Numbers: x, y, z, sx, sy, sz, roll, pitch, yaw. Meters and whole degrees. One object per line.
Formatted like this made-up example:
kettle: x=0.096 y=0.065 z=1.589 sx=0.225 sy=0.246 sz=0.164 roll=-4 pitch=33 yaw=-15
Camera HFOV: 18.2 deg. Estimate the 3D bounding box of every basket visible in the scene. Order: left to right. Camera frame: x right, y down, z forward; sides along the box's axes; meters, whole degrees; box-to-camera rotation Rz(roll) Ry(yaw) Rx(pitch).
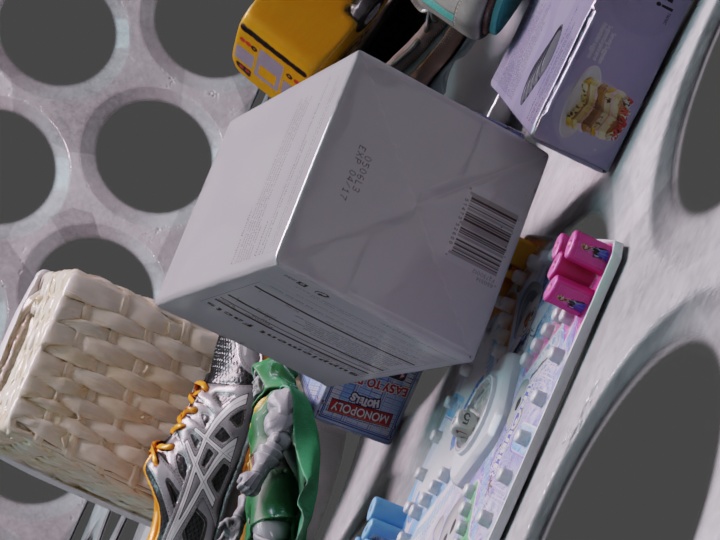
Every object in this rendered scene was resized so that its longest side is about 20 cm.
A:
basket: x=-0.150 y=0.093 z=1.541 sx=0.136 sy=0.199 sz=0.123 roll=-68 pitch=15 yaw=-14

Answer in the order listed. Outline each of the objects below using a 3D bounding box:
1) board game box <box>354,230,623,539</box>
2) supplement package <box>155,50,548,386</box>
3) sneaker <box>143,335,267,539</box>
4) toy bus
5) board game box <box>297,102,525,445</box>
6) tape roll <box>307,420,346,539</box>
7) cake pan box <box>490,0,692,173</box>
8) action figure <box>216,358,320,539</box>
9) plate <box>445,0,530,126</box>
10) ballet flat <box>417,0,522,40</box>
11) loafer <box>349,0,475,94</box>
board game box: x=0.057 y=0.072 z=1.119 sx=0.200 sy=0.026 sz=0.201 roll=-169 pitch=103 yaw=-82
supplement package: x=-0.009 y=-0.021 z=1.196 sx=0.200 sy=0.119 sz=0.122 roll=-15 pitch=51 yaw=67
sneaker: x=-0.101 y=0.120 z=1.449 sx=0.078 sy=0.077 sz=0.202 roll=133 pitch=149 yaw=-78
toy bus: x=0.003 y=-0.200 z=1.486 sx=0.200 sy=0.065 sz=0.078 roll=-49 pitch=-9 yaw=-25
board game box: x=0.000 y=0.000 z=1.397 sx=0.200 sy=0.061 sz=0.201 roll=3 pitch=74 yaw=62
tape roll: x=-0.067 y=0.181 z=1.549 sx=0.203 sy=0.037 sz=0.204 roll=-156 pitch=90 yaw=-82
cake pan box: x=0.139 y=-0.164 z=1.185 sx=0.184 sy=0.052 sz=0.201 roll=-115 pitch=50 yaw=-77
action figure: x=-0.052 y=0.139 z=1.306 sx=0.118 sy=0.054 sz=0.201 roll=112 pitch=163 yaw=-53
plate: x=0.054 y=-0.104 z=1.484 sx=0.201 sy=0.032 sz=0.200 roll=-64 pitch=23 yaw=7
ballet flat: x=0.098 y=-0.209 z=1.307 sx=0.200 sy=0.063 sz=0.068 roll=-48 pitch=-23 yaw=-37
loafer: x=0.041 y=-0.165 z=1.409 sx=0.072 sy=0.062 sz=0.201 roll=-94 pitch=24 yaw=-44
